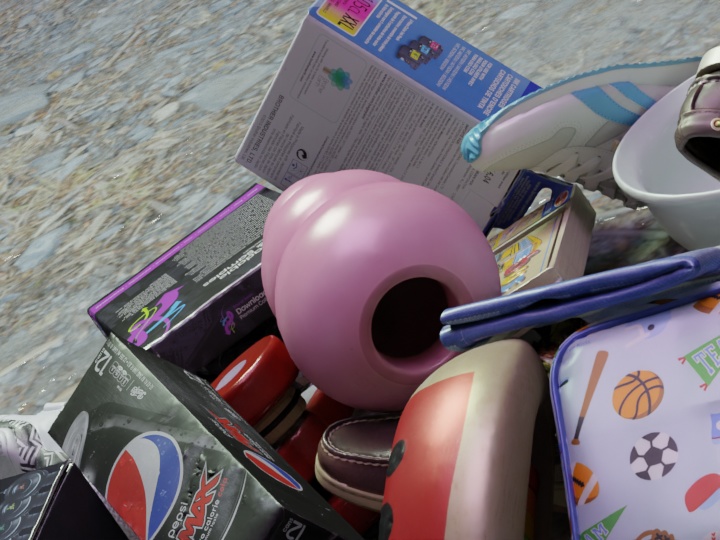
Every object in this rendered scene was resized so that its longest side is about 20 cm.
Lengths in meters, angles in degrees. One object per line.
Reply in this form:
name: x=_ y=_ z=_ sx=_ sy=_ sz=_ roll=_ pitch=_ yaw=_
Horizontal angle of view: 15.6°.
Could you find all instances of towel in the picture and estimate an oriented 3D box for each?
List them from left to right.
towel: x=0.139 y=0.009 z=1.332 sx=0.146 sy=0.024 sz=0.200 roll=-15 pitch=-3 yaw=26

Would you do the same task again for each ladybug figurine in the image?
ladybug figurine: x=0.049 y=0.124 z=1.241 sx=0.071 sy=0.136 sz=0.201 roll=1 pitch=52 yaw=11

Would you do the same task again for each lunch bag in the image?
lunch bag: x=0.190 y=0.072 z=1.213 sx=0.199 sy=0.076 sz=0.161 roll=-17 pitch=57 yaw=20

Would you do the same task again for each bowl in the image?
bowl: x=0.252 y=-0.059 z=1.506 sx=0.200 sy=0.091 sz=0.201 roll=-23 pitch=21 yaw=10

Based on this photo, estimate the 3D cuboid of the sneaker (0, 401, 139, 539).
sneaker: x=-0.158 y=0.110 z=1.645 sx=0.115 sy=0.075 sz=0.199 roll=-36 pitch=27 yaw=-25

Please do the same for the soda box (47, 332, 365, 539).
soda box: x=-0.074 y=0.106 z=1.259 sx=0.064 sy=0.071 sz=0.200 roll=-57 pitch=36 yaw=4

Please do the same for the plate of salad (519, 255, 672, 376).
plate of salad: x=0.123 y=0.050 z=1.472 sx=0.199 sy=0.048 sz=0.200 roll=-25 pitch=21 yaw=10

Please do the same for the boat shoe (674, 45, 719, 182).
boat shoe: x=0.252 y=-0.039 z=1.358 sx=0.060 sy=0.199 sz=0.072 roll=-62 pitch=9 yaw=-28

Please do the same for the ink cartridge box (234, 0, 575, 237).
ink cartridge box: x=0.037 y=-0.080 z=1.683 sx=0.076 sy=0.199 sz=0.137 roll=-53 pitch=-5 yaw=-49

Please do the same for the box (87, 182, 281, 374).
box: x=-0.092 y=0.008 z=1.641 sx=0.143 sy=0.036 sz=0.200 roll=-37 pitch=13 yaw=-7

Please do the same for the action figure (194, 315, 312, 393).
action figure: x=-0.047 y=0.042 z=1.650 sx=0.199 sy=0.069 sz=0.130 roll=-14 pitch=34 yaw=46

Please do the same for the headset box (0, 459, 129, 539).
headset box: x=-0.181 y=0.201 z=1.302 sx=0.199 sy=0.175 sz=0.093 roll=-17 pitch=31 yaw=28

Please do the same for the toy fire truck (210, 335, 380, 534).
toy fire truck: x=-0.079 y=0.142 z=1.444 sx=0.168 sy=0.112 sz=0.200 roll=-37 pitch=12 yaw=33

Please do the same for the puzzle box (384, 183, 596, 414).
puzzle box: x=0.076 y=0.015 z=1.560 sx=0.133 sy=0.025 sz=0.200 roll=-33 pitch=8 yaw=15

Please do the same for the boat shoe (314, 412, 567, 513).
boat shoe: x=0.069 y=0.082 z=1.356 sx=0.199 sy=0.072 sz=0.072 roll=2 pitch=30 yaw=21

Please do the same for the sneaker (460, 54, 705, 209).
sneaker: x=0.156 y=-0.079 z=1.596 sx=0.199 sy=0.081 sz=0.076 roll=-10 pitch=-7 yaw=-23

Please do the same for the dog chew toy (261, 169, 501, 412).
dog chew toy: x=0.000 y=0.000 z=1.455 sx=0.124 sy=0.125 sz=0.200 roll=-30 pitch=24 yaw=-7
